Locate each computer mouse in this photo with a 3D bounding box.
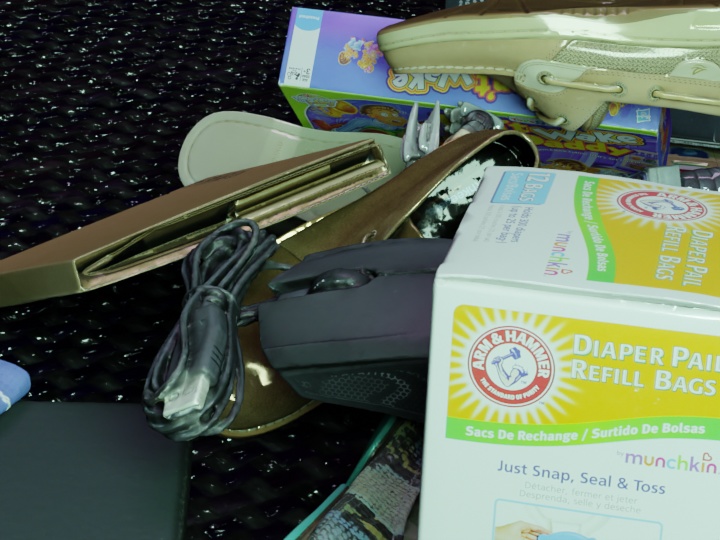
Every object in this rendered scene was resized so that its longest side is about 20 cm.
[{"bbox_3d":[0.017,0.021,0.818,0.199,0.053,0.139,8,35,4],"label":"computer mouse"}]

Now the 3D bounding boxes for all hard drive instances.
[{"bbox_3d":[-0.170,0.096,0.836,0.199,0.033,0.140,1,24,-2],"label":"hard drive"}]

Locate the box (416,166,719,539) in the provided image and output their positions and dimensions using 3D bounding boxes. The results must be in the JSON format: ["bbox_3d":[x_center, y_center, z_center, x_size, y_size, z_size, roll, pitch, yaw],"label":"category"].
[{"bbox_3d":[0.077,0.078,0.693,0.101,0.201,0.113,7,24,10],"label":"box"}]

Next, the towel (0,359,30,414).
[{"bbox_3d":[-0.240,0.072,0.823,0.144,0.024,0.200,13,27,17],"label":"towel"}]

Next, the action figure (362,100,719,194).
[{"bbox_3d":[0.084,-0.018,1.014,0.199,0.131,0.069,4,-3,-21],"label":"action figure"}]

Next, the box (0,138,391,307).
[{"bbox_3d":[-0.100,-0.019,0.985,0.163,0.021,0.200,-24,8,-26],"label":"box"}]

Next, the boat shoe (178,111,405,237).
[{"bbox_3d":[-0.007,-0.036,1.109,0.199,0.072,0.059,16,-11,30],"label":"boat shoe"}]

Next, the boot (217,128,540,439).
[{"bbox_3d":[0.000,0.000,0.921,0.200,0.074,0.075,-40,-1,-8],"label":"boot"}]

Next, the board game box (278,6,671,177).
[{"bbox_3d":[0.066,-0.089,1.103,0.199,0.045,0.134,8,-12,11],"label":"board game box"}]

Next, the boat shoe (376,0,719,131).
[{"bbox_3d":[0.105,-0.099,0.991,0.199,0.065,0.071,1,15,17],"label":"boat shoe"}]

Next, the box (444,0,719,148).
[{"bbox_3d":[0.167,-0.166,1.326,0.196,0.125,0.200,10,18,11],"label":"box"}]

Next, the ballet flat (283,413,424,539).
[{"bbox_3d":[0.015,0.104,0.815,0.074,0.075,0.200,11,27,18],"label":"ballet flat"}]

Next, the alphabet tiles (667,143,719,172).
[{"bbox_3d":[0.164,-0.057,1.205,0.165,0.006,0.200,5,20,2],"label":"alphabet tiles"}]
